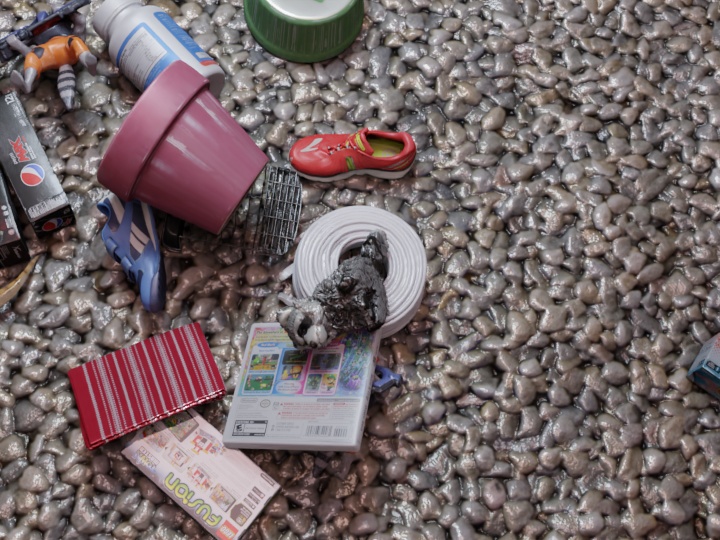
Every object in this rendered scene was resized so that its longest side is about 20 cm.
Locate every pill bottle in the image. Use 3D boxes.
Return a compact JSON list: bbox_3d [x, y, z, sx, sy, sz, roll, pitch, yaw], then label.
[{"bbox_3d":[-0.306,-0.323,1.541,0.112,0.112,0.200,-41,79,-17],"label":"pill bottle"}]

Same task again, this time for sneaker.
[{"bbox_3d":[-0.323,-0.028,1.460,0.081,0.074,0.203,-12,64,-11],"label":"sneaker"},{"bbox_3d":[-0.012,-0.185,1.538,0.196,0.085,0.079,-4,70,-8],"label":"sneaker"}]

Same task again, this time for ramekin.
[{"bbox_3d":[-0.086,-0.440,1.611,0.196,0.098,0.204,2,71,-6],"label":"ramekin"}]

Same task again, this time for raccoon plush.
[{"bbox_3d":[-0.031,0.035,1.401,0.132,0.200,0.098,-19,108,24],"label":"raccoon plush"}]

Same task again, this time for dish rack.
[{"bbox_3d":[-0.186,-0.094,1.507,0.196,0.055,0.156,10,72,-5],"label":"dish rack"}]

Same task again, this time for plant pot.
[{"bbox_3d":[-0.231,-0.153,1.402,0.178,0.200,0.202,35,70,-6],"label":"plant pot"}]

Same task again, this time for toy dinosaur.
[{"bbox_3d":[-0.523,0.055,1.414,0.197,0.061,0.107,-25,74,-14],"label":"toy dinosaur"}]

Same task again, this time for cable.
[{"bbox_3d":[0.000,0.000,1.480,0.198,0.069,0.201,33,70,9],"label":"cable"}]

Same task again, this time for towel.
[{"bbox_3d":[-0.293,0.154,1.399,0.197,0.023,0.145,-21,48,-13],"label":"towel"}]

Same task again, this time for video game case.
[{"bbox_3d":[-0.077,0.153,1.382,0.196,0.024,0.185,-3,56,23],"label":"video game case"}]

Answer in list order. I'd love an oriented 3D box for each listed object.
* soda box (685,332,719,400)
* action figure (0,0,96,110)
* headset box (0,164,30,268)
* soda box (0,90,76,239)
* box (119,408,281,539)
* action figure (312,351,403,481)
[{"bbox_3d":[0.579,0.179,1.488,0.199,0.064,0.069,35,71,7],"label":"soda box"},{"bbox_3d":[-0.463,-0.306,1.495,0.197,0.106,0.194,-26,34,2],"label":"action figure"},{"bbox_3d":[-0.584,-0.062,1.437,0.197,0.077,0.151,-18,71,-14],"label":"headset box"},{"bbox_3d":[-0.482,-0.153,1.483,0.063,0.071,0.202,-25,76,-15],"label":"soda box"},{"bbox_3d":[-0.216,0.270,1.385,0.199,0.035,0.110,40,72,8],"label":"box"},{"bbox_3d":[-0.038,0.177,1.426,0.198,0.105,0.194,20,59,33],"label":"action figure"}]
